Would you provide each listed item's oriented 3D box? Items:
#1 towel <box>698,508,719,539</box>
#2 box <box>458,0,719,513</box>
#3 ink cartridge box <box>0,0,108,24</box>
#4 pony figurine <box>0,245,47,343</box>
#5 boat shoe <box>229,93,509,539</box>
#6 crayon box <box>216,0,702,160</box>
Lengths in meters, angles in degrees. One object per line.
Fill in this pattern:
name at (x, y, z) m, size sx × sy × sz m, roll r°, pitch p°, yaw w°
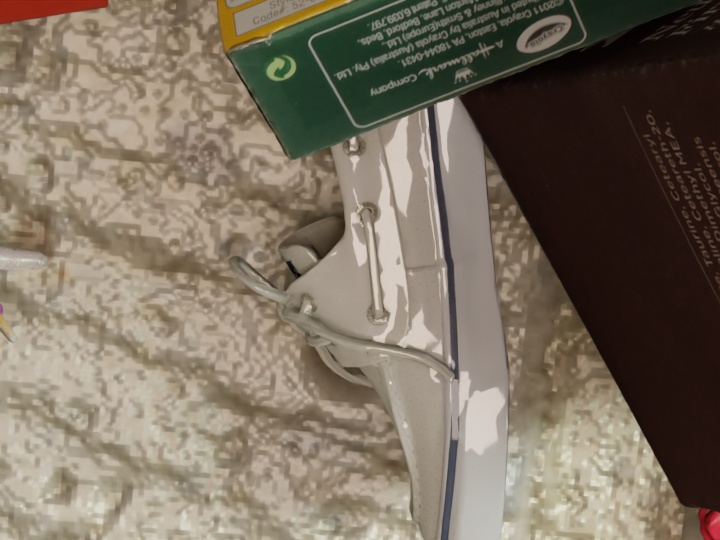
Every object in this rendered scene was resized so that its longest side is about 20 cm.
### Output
towel at (0.234, 0.090, 0.793) m, size 0.200 × 0.022 × 0.145 m, roll -31°, pitch 102°, yaw 3°
box at (0.166, -0.030, 0.653) m, size 0.166 × 0.200 × 0.165 m, roll -34°, pitch 103°, yaw -18°
ink cartridge box at (-0.116, -0.171, 0.653) m, size 0.109 × 0.050 × 0.201 m, roll -16°, pitch 104°, yaw -40°
pony figurine at (-0.208, -0.026, 0.684) m, size 0.193 × 0.166 × 0.201 m, roll -31°, pitch 116°, yaw -22°
boat shoe at (0.000, 0.000, 0.735) m, size 0.086 × 0.075 × 0.203 m, roll -6°, pitch 98°, yaw -3°
crayon box at (0.016, -0.137, 0.668) m, size 0.125 × 0.201 × 0.052 m, roll -20°, pitch 137°, yaw 11°
